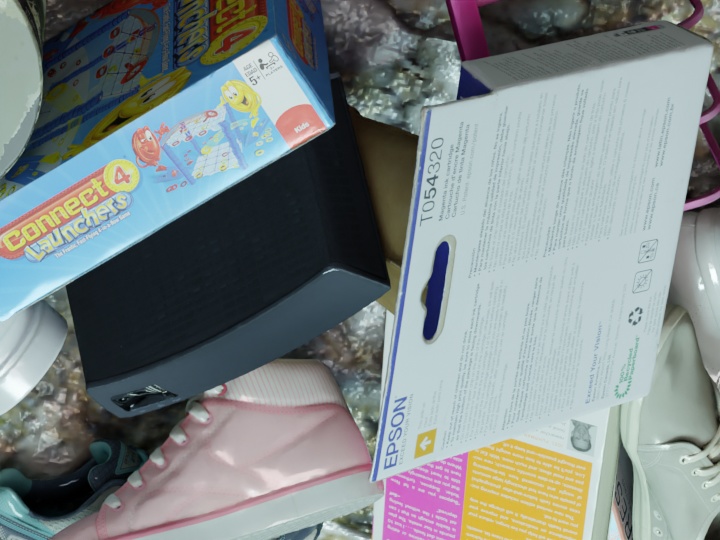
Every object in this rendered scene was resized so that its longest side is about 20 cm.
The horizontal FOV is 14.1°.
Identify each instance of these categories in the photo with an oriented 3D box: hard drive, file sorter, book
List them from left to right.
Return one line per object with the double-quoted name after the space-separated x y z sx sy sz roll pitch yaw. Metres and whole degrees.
-0.080 -0.012 1.526 0.200 0.135 0.042 -26 159 35 "hard drive"
0.073 0.109 1.604 0.133 0.048 0.201 15 125 16 "book"
0.110 -0.132 1.508 0.125 0.139 0.201 -16 116 2 "file sorter"

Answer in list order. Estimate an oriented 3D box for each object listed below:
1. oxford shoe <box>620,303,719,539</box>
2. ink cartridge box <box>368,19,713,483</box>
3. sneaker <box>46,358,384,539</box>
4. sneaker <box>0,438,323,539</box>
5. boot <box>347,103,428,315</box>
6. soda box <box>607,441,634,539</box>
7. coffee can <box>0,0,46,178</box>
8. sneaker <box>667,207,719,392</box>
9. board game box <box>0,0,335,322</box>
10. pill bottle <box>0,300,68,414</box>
0.181 0.097 1.597 0.058 0.075 0.201 20 140 29 "oxford shoe"
0.078 -0.012 1.409 0.199 0.043 0.197 -13 122 -39 "ink cartridge box"
-0.095 0.106 1.604 0.199 0.075 0.105 -17 82 -12 "sneaker"
-0.120 0.139 1.658 0.199 0.078 0.087 -9 113 0 "sneaker"
0.000 0.000 1.528 0.066 0.200 0.176 -12 122 -36 "boot"
0.120 0.115 1.661 0.063 0.068 0.201 -8 118 19 "soda box"
-0.228 -0.133 1.446 0.146 0.200 0.147 -2 117 -3 "coffee can"
0.191 0.050 1.651 0.088 0.075 0.201 -4 122 20 "sneaker"
-0.113 -0.083 1.480 0.195 0.200 0.056 -31 113 10 "board game box"
-0.252 -0.008 1.555 0.111 0.111 0.200 -42 113 15 "pill bottle"
